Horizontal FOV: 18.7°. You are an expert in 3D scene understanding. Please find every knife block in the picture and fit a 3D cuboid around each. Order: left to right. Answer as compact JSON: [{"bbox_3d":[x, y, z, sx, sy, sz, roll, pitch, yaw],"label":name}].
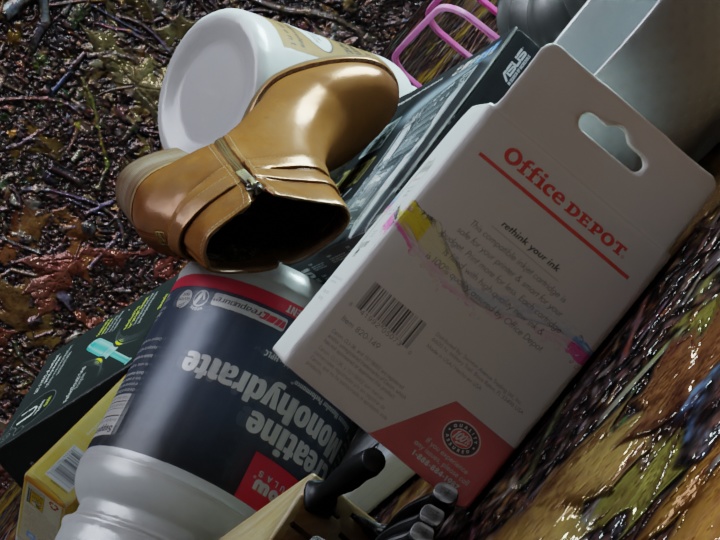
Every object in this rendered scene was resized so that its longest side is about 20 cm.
[{"bbox_3d":[-0.022,0.144,1.089,0.176,0.064,0.200,-49,7,11],"label":"knife block"}]

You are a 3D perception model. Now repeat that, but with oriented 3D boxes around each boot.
[{"bbox_3d":[-0.039,-0.062,1.291,0.200,0.077,0.155,-20,22,-19],"label":"boot"}]

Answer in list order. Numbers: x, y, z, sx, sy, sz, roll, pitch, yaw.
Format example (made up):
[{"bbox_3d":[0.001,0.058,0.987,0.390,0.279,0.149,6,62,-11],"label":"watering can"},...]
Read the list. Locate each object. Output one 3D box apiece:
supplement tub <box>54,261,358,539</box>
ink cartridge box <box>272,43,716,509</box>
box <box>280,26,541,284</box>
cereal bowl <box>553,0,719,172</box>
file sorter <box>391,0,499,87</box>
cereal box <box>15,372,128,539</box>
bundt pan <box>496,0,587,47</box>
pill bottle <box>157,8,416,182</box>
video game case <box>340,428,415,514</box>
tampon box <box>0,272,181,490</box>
[{"bbox_3d":[-0.082,0.103,1.298,0.200,0.140,0.140,-64,12,-20],"label":"supplement tub"},{"bbox_3d":[0.065,0.000,1.061,0.200,0.116,0.067,-50,7,-2],"label":"ink cartridge box"},{"bbox_3d":[0.030,-0.051,1.315,0.158,0.050,0.200,-53,10,-18],"label":"box"},{"bbox_3d":[0.158,-0.107,1.152,0.200,0.083,0.200,-50,7,8],"label":"cereal bowl"},{"bbox_3d":[0.135,-0.202,1.594,0.200,0.125,0.139,-54,8,-24],"label":"file sorter"},{"bbox_3d":[-0.169,0.147,1.426,0.144,0.040,0.200,-46,-14,-36],"label":"cereal box"},{"bbox_3d":[0.168,-0.198,1.414,0.202,0.076,0.202,-37,18,14],"label":"bundt pan"},{"bbox_3d":[-0.026,-0.097,1.464,0.114,0.200,0.115,-16,67,45],"label":"pill bottle"},{"bbox_3d":[0.058,0.049,1.235,0.200,0.022,0.182,-45,9,42],"label":"video game case"},{"bbox_3d":[-0.140,0.098,1.600,0.200,0.126,0.150,-32,17,25],"label":"tampon box"}]
